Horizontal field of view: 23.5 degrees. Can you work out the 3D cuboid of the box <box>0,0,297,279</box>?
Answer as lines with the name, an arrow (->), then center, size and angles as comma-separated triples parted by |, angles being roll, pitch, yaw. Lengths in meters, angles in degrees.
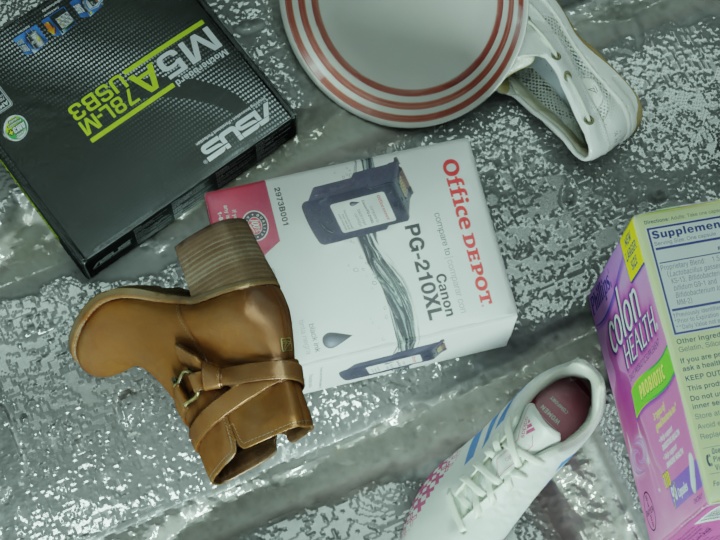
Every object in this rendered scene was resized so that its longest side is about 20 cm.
box -> -0.182, -0.126, 1.310 | 0.200, 0.048, 0.193 | -35, 74, -12

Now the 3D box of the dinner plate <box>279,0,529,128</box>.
dinner plate -> 0.033, -0.207, 1.304 | 0.200, 0.024, 0.201 | 7, 110, 21

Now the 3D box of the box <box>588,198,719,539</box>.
box -> 0.239, 0.074, 1.192 | 0.096, 0.176, 0.200 | -9, 73, -6

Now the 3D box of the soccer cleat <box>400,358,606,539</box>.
soccer cleat -> 0.099, 0.137, 1.213 | 0.070, 0.086, 0.200 | 40, 75, 10

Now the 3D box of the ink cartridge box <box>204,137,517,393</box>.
ink cartridge box -> 0.000, 0.000, 1.255 | 0.200, 0.084, 0.145 | -13, 74, -6

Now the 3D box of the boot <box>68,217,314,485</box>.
boot -> -0.115, 0.074, 1.185 | 0.200, 0.077, 0.156 | -31, 71, 32

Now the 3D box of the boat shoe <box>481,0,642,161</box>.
boat shoe -> 0.124, -0.165, 1.314 | 0.200, 0.071, 0.069 | 45, 57, 11
